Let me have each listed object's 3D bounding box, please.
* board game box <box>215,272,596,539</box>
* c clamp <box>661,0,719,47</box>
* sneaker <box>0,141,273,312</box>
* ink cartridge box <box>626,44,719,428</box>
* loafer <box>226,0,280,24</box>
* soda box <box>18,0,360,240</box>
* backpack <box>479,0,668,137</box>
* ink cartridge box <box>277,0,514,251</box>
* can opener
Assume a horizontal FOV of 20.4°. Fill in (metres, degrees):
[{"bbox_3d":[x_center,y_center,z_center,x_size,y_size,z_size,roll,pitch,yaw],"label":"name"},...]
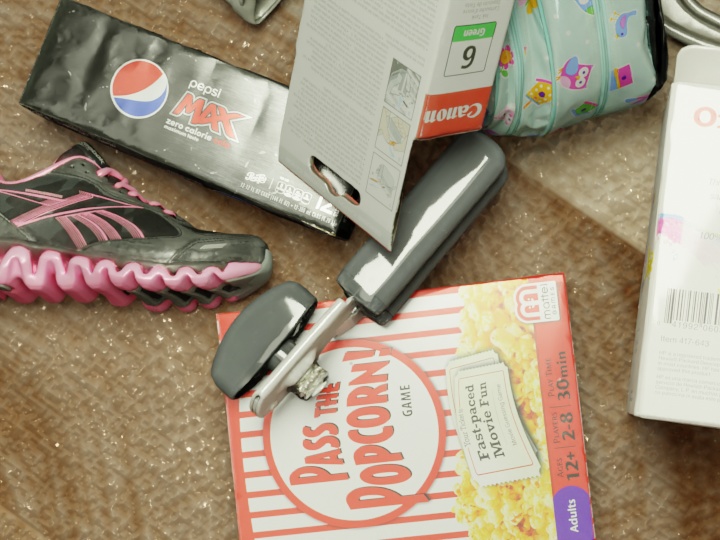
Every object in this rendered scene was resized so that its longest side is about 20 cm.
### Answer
[{"bbox_3d":[0.026,0.089,1.128,0.198,0.046,0.153,-7,85,5],"label":"board game box"},{"bbox_3d":[0.255,-0.200,1.133,0.170,0.027,0.201,34,90,7],"label":"c clamp"},{"bbox_3d":[-0.147,-0.028,1.147,0.198,0.079,0.096,4,75,5],"label":"sneaker"},{"bbox_3d":[0.219,-0.013,1.075,0.128,0.125,0.202,8,87,6],"label":"ink cartridge box"},{"bbox_3d":[-0.022,-0.209,1.100,0.070,0.200,0.070,-24,80,-40],"label":"loafer"},{"bbox_3d":[-0.088,-0.086,1.143,0.199,0.063,0.071,23,89,6],"label":"soda box"},{"bbox_3d":[0.093,-0.175,1.089,0.126,0.167,0.201,-14,100,-4],"label":"backpack"},{"bbox_3d":[0.021,-0.124,1.037,0.109,0.050,0.201,40,129,39],"label":"ink cartridge box"},{"bbox_3d":[0.000,0.000,1.089,0.066,0.053,0.200,44,86,12],"label":"can opener"}]
